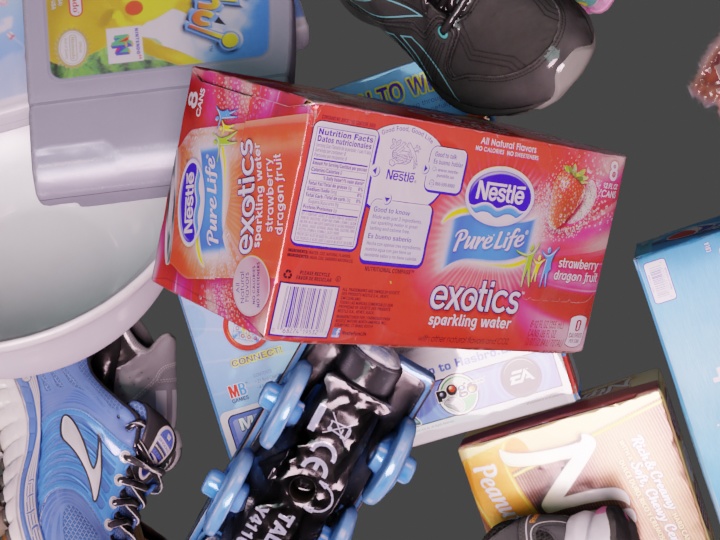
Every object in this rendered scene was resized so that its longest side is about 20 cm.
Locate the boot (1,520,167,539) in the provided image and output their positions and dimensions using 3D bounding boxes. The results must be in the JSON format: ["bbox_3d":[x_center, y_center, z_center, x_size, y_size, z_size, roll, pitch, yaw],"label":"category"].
[{"bbox_3d":[-0.231,0.212,0.871,0.187,0.068,0.202,23,97,14],"label":"boot"}]

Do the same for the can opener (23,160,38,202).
[{"bbox_3d":[-0.124,-0.094,0.815,0.067,0.053,0.201,36,103,8],"label":"can opener"}]

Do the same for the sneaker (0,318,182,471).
[{"bbox_3d":[-0.197,0.053,0.847,0.198,0.075,0.117,4,90,4],"label":"sneaker"}]

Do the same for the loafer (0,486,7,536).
[{"bbox_3d":[-0.291,0.137,0.857,0.198,0.076,0.069,12,84,24],"label":"loafer"}]

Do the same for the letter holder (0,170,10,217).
[{"bbox_3d":[-0.295,-0.079,0.804,0.141,0.100,0.202,-20,94,33],"label":"letter holder"}]

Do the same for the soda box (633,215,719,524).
[{"bbox_3d":[0.205,0.075,0.767,0.064,0.068,0.202,-17,94,13],"label":"soda box"}]

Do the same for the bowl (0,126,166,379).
[{"bbox_3d":[-0.174,-0.018,0.744,0.199,0.091,0.203,-2,53,3],"label":"bowl"}]

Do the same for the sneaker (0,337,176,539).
[{"bbox_3d":[-0.136,0.108,0.745,0.088,0.079,0.202,-16,61,-5],"label":"sneaker"}]

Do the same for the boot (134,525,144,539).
[{"bbox_3d":[-0.203,0.224,0.806,0.154,0.202,0.073,-17,138,32],"label":"boot"}]

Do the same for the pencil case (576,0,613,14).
[{"bbox_3d":[0.154,-0.220,0.730,0.200,0.087,0.087,-44,88,11],"label":"pencil case"}]

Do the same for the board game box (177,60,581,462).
[{"bbox_3d":[0.000,0.000,0.803,0.198,0.056,0.198,-16,94,12],"label":"board game box"}]

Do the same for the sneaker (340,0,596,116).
[{"bbox_3d":[0.031,-0.139,0.717,0.076,0.079,0.200,-54,47,0],"label":"sneaker"}]

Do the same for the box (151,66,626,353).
[{"bbox_3d":[0.017,-0.024,0.662,0.095,0.199,0.101,23,104,48],"label":"box"}]

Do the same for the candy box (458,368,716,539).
[{"bbox_3d":[0.140,0.168,0.798,0.114,0.055,0.202,-18,94,13],"label":"candy box"}]

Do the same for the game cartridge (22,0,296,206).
[{"bbox_3d":[-0.099,-0.132,0.713,0.132,0.041,0.202,-6,68,-7],"label":"game cartridge"}]

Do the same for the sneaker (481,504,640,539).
[{"bbox_3d":[0.101,0.219,0.757,0.085,0.080,0.203,0,92,25],"label":"sneaker"}]

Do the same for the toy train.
[{"bbox_3d":[-0.036,0.113,0.737,0.086,0.114,0.201,28,103,-5],"label":"toy train"}]

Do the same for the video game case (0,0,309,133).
[{"bbox_3d":[-0.146,-0.170,0.757,0.198,0.022,0.184,-16,69,-8],"label":"video game case"}]
